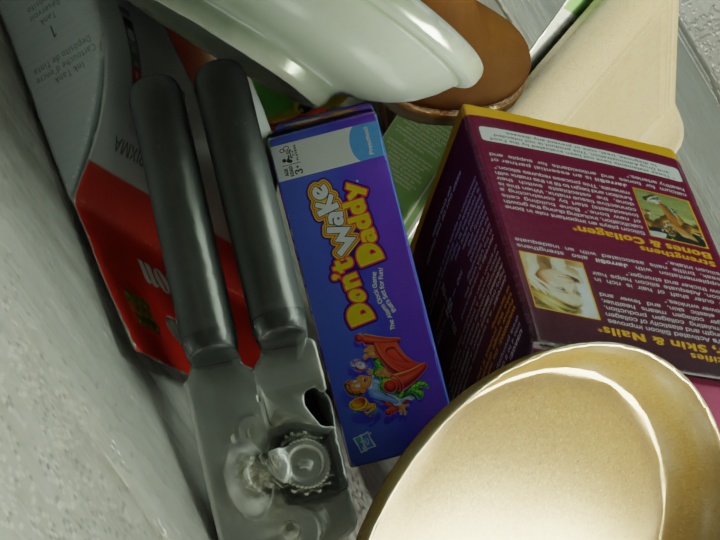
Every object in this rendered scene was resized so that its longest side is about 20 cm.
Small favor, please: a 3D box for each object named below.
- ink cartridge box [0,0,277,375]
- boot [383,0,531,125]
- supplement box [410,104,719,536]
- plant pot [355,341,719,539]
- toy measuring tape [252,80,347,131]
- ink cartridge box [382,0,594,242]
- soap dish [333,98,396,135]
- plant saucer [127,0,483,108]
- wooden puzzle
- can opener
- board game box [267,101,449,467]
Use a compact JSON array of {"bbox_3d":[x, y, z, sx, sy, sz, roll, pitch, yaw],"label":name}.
[{"bbox_3d":[-0.075,-0.045,1.184,0.200,0.050,0.162,64,14,24],"label":"ink cartridge box"},{"bbox_3d":[0.039,-0.151,1.269,0.200,0.155,0.077,22,37,-35],"label":"boot"},{"bbox_3d":[0.096,0.020,1.257,0.110,0.086,0.200,11,30,-15],"label":"supplement box"},{"bbox_3d":[0.065,0.120,1.133,0.027,0.200,0.200,25,-19,48],"label":"plant pot"},{"bbox_3d":[-0.059,-0.115,1.392,0.074,0.074,0.200,52,-5,-34],"label":"toy measuring tape"},{"bbox_3d":[0.079,-0.100,1.538,0.048,0.200,0.145,35,8,15],"label":"ink cartridge box"},{"bbox_3d":[-0.005,-0.177,1.547,0.157,0.081,0.200,77,-8,-70],"label":"soap dish"},{"bbox_3d":[-0.048,-0.111,1.122,0.200,0.050,0.200,31,-3,2],"label":"plant saucer"},{"bbox_3d":[0.108,-0.063,1.557,0.037,0.185,0.200,35,-15,22],"label":"wooden puzzle"},{"bbox_3d":[-0.045,0.021,1.109,0.067,0.053,0.201,79,-3,-73],"label":"can opener"},{"bbox_3d":[0.000,0.000,1.220,0.200,0.045,0.135,-97,173,-86],"label":"board game box"}]
